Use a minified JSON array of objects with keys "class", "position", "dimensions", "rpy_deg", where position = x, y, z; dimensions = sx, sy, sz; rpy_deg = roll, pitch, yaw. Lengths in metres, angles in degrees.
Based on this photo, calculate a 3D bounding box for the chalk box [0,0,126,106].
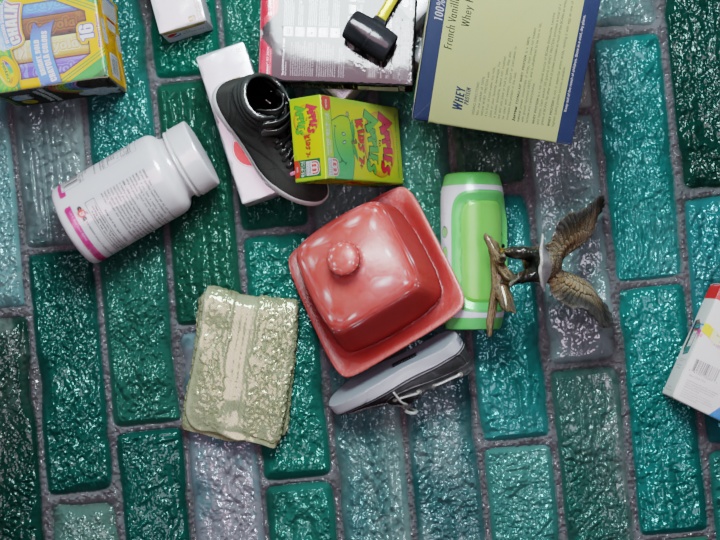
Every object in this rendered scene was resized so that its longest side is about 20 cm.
[{"class":"chalk box","position":[-0.422,-0.291,1.684],"dimensions":[0.197,0.125,0.126],"rpy_deg":[-7,89,1]}]

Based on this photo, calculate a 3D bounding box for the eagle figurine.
[{"class":"eagle figurine","position":[0.251,-0.009,1.628],"dimensions":[0.198,0.153,0.152],"rpy_deg":[-3,45,-21]}]

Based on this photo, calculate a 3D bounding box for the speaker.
[{"class":"speaker","position":[0.147,-0.025,1.676],"dimensions":[0.087,0.088,0.203],"rpy_deg":[0,89,2]}]

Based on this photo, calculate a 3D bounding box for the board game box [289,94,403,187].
[{"class":"board game box","position":[-0.015,-0.161,1.627],"dimensions":[0.047,0.199,0.103],"rpy_deg":[-5,89,30]}]

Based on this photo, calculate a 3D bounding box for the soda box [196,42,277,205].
[{"class":"soda box","position":[-0.153,-0.191,1.689],"dimensions":[0.067,0.064,0.202],"rpy_deg":[-18,89,-1]}]

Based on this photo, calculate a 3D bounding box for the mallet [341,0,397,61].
[{"class":"mallet","position":[0.042,-0.359,1.581],"dimensions":[0.065,0.041,0.202],"rpy_deg":[23,83,0]}]

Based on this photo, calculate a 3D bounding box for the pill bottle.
[{"class":"pill bottle","position":[-0.293,-0.105,1.680],"dimensions":[0.199,0.113,0.114],"rpy_deg":[-29,88,2]}]

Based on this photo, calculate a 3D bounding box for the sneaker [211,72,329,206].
[{"class":"sneaker","position":[-0.100,-0.164,1.603],"dimensions":[0.200,0.099,0.071],"rpy_deg":[49,66,-12]}]

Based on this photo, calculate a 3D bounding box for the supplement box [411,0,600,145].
[{"class":"supplement box","position":[0.175,-0.281,1.557],"dimensions":[0.197,0.135,0.202],"rpy_deg":[9,114,2]}]

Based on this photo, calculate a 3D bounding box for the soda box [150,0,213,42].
[{"class":"soda box","position":[-0.257,-0.414,1.709],"dimensions":[0.067,0.064,0.202],"rpy_deg":[-15,89,2]}]

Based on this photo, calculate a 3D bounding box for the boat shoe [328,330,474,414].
[{"class":"boat shoe","position":[0.055,0.151,1.685],"dimensions":[0.198,0.074,0.069],"rpy_deg":[-29,107,7]}]

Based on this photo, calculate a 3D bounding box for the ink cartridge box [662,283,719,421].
[{"class":"ink cartridge box","position":[0.491,0.096,1.668],"dimensions":[0.115,0.067,0.202],"rpy_deg":[25,90,2]}]

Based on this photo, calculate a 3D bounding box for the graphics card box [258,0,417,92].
[{"class":"graphics card box","position":[-0.028,-0.294,1.621],"dimensions":[0.197,0.051,0.127],"rpy_deg":[1,87,4]}]

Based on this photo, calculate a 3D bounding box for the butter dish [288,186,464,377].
[{"class":"butter dish","position":[0.000,0.000,1.626],"dimensions":[0.199,0.148,0.201],"rpy_deg":[-31,67,10]}]

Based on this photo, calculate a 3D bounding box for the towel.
[{"class":"towel","position":[-0.157,0.128,1.710],"dimensions":[0.146,0.036,0.203],"rpy_deg":[8,89,2]}]

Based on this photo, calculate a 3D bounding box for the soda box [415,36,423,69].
[{"class":"soda box","position":[0.166,-0.252,1.689],"dimensions":[0.199,0.063,0.069],"rpy_deg":[32,91,2]}]

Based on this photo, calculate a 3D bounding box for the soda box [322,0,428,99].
[{"class":"soda box","position":[0.022,-0.310,1.686],"dimensions":[0.064,0.068,0.200],"rpy_deg":[44,91,3]}]
